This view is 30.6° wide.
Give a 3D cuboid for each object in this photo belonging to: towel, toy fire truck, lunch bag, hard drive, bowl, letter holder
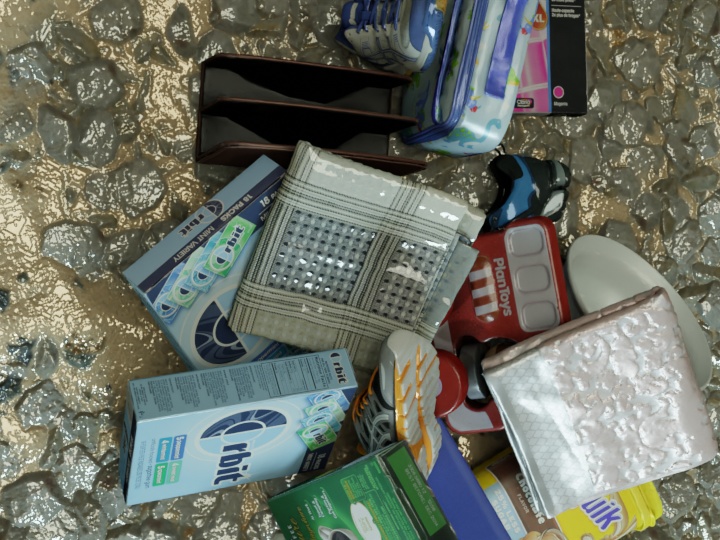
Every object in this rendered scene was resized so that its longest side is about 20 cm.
[{"bbox_3d":[0.000,0.000,1.198,0.199,0.035,0.193,18,106,-20],"label":"towel"},{"bbox_3d":[0.127,0.057,1.288,0.167,0.112,0.201,-10,93,25],"label":"toy fire truck"},{"bbox_3d":[0.108,-0.217,1.300,0.082,0.161,0.201,15,86,-18],"label":"lunch bag"},{"bbox_3d":[0.072,0.262,1.287,0.132,0.025,0.201,-31,67,1],"label":"hard drive"},{"bbox_3d":[0.263,0.068,1.367,0.201,0.202,0.090,32,124,-16],"label":"bowl"},{"bbox_3d":[0.231,0.132,1.257,0.190,0.032,0.201,-22,118,4],"label":"towel"},{"bbox_3d":[-0.044,-0.148,1.257,0.199,0.142,0.101,4,88,-19],"label":"letter holder"}]

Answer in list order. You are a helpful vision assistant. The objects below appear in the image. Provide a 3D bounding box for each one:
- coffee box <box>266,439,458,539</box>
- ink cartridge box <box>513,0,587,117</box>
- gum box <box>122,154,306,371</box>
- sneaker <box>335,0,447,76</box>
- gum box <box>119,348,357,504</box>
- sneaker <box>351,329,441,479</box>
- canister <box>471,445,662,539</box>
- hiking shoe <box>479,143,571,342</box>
[{"bbox_3d":[0.000,0.240,1.234,0.044,0.200,0.123,-25,84,-40],"label":"coffee box"},{"bbox_3d":[0.191,-0.264,1.396,0.094,0.037,0.201,-2,89,-19],"label":"ink cartridge box"},{"bbox_3d":[-0.106,0.020,1.231,0.170,0.045,0.200,-41,138,-14],"label":"gum box"},{"bbox_3d":[0.025,-0.230,1.252,0.088,0.200,0.076,17,82,-10],"label":"sneaker"},{"bbox_3d":[-0.117,0.145,1.214,0.199,0.170,0.045,-7,58,-18],"label":"gum box"},{"bbox_3d":[0.028,0.129,1.222,0.077,0.201,0.078,18,48,21],"label":"sneaker"},{"bbox_3d":[0.194,0.242,1.367,0.199,0.087,0.149,-29,96,-15],"label":"canister"},{"bbox_3d":[0.156,-0.025,1.370,0.086,0.074,0.201,14,75,-11],"label":"hiking shoe"}]
